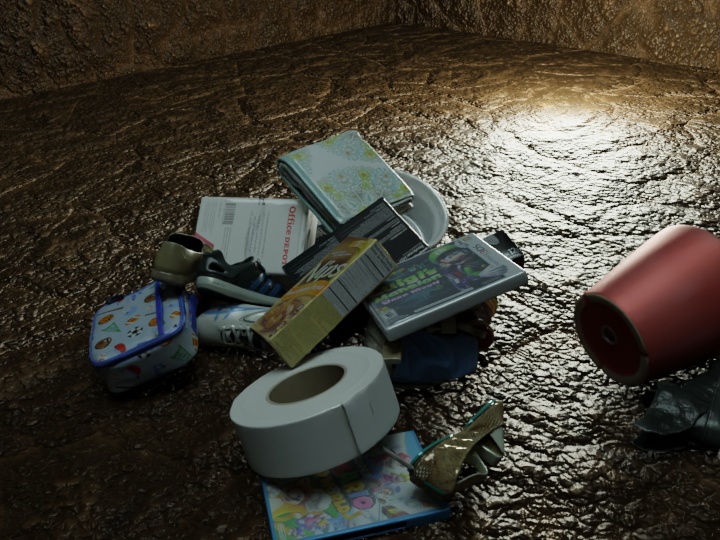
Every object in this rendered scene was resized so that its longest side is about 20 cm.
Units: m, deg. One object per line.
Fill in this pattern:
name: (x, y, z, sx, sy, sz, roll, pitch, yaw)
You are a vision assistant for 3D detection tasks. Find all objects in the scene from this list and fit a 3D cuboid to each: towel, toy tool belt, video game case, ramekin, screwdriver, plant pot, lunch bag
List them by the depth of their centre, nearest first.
video game case: (-0.012, 0.255, 0.887, 0.199, 0.018, 0.143, -8, 27, -11)
screwdriver: (0.015, 0.203, 0.916, 0.029, 0.028, 0.200, -41, 23, -22)
toy tool belt: (0.108, 0.105, 1.037, 0.199, 0.125, 0.123, -3, 7, -15)
video game case: (0.102, 0.016, 1.042, 0.200, 0.023, 0.182, -23, 23, -7)
plant pot: (0.412, 0.059, 1.060, 0.177, 0.201, 0.200, -25, 33, -18)
lunch bag: (-0.318, 0.086, 1.131, 0.160, 0.076, 0.200, -26, 30, -3)
towel: (-0.025, -0.151, 1.313, 0.171, 0.048, 0.200, -24, 62, -32)
ramekin: (0.050, -0.080, 1.368, 0.200, 0.098, 0.201, 7, 51, -9)

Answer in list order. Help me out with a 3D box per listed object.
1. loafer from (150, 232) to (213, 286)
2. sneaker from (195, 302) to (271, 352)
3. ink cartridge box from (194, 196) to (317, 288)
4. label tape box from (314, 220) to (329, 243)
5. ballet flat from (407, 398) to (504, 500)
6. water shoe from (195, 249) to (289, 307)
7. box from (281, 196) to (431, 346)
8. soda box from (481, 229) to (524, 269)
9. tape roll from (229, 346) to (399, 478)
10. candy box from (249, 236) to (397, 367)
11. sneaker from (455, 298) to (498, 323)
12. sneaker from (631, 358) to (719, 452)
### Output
loafer: (-0.271, -0.025, 1.200, 0.076, 0.068, 0.200, 17, 12, -3)
sneaker: (-0.165, 0.092, 1.155, 0.199, 0.072, 0.073, -1, 21, 5)
ink cartridge box: (-0.185, -0.049, 1.340, 0.199, 0.085, 0.146, 2, 70, 11)
label tape box: (-0.047, -0.080, 1.482, 0.200, 0.063, 0.144, -18, 32, -26)
ballet flat: (0.131, 0.217, 0.903, 0.065, 0.071, 0.200, 41, 38, 22)
water shoe: (-0.163, 0.018, 1.204, 0.200, 0.079, 0.071, 17, -16, -41)
box: (0.000, 0.000, 1.191, 0.200, 0.079, 0.141, -35, 50, -5)
soda box: (0.146, 0.016, 1.144, 0.200, 0.071, 0.063, -24, 48, -10)
tape roll: (-0.055, 0.169, 0.932, 0.202, 0.071, 0.202, -17, 14, 4)
candy box: (-0.053, 0.038, 1.049, 0.200, 0.055, 0.115, -44, 18, -12)
sneaker: (0.114, 0.062, 1.192, 0.199, 0.074, 0.081, 2, 32, 13)
sneaker: (0.416, 0.166, 0.976, 0.104, 0.060, 0.200, 15, 35, 21)
